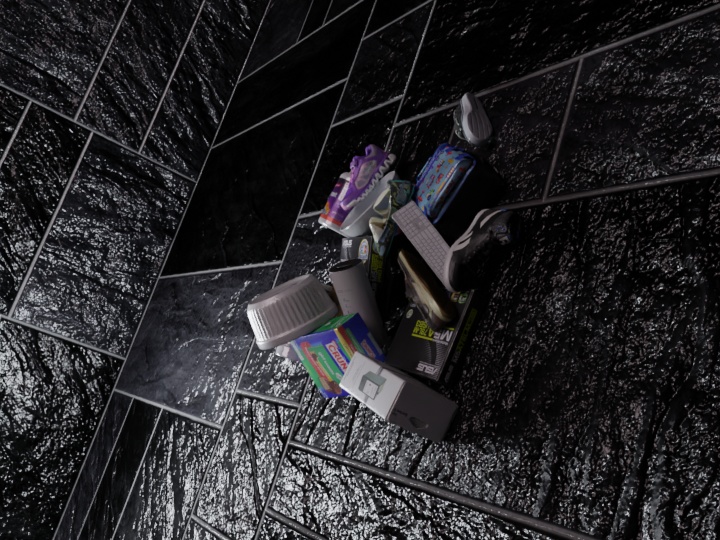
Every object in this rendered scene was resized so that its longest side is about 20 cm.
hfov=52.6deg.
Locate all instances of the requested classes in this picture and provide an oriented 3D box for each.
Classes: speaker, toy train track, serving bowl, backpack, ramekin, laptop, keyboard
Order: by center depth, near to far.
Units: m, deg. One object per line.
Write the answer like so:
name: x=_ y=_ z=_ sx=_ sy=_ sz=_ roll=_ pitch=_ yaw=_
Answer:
keyboard: x=0.143 y=-0.052 z=1.488 sx=0.056 sy=0.011 sz=0.200 roll=-37 pitch=74 yaw=2
backpack: x=0.192 y=-0.187 z=1.584 sx=0.183 sy=0.134 sz=0.200 roll=-55 pitch=29 yaw=16
speaker: x=-0.004 y=0.076 z=1.622 sx=0.081 sy=0.200 sz=0.081 roll=-18 pitch=15 yaw=5
laptop: x=0.113 y=0.000 z=1.640 sx=0.200 sy=0.116 sz=0.187 roll=-24 pitch=24 yaw=10
ramekin: x=-0.162 y=0.089 z=1.657 sx=0.200 sy=0.105 sz=0.200 roll=-25 pitch=7 yaw=3
toy train track: x=-0.083 y=0.057 z=1.735 sx=0.200 sy=0.115 sz=0.033 roll=18 pitch=40 yaw=24
serving bowl: x=0.039 y=-0.152 z=1.807 sx=0.200 sy=0.066 sz=0.200 roll=-45 pitch=13 yaw=13

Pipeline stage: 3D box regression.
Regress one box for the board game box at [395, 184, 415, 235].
board game box: x=0.080 y=-0.121 z=1.829 sx=0.103 sy=0.019 sz=0.200 roll=4 pitch=71 yaw=61

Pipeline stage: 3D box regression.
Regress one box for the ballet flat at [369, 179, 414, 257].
ballet flat: x=0.056 y=-0.118 z=1.601 sx=0.074 sy=0.074 sz=0.200 roll=-106 pitch=30 yaw=-51

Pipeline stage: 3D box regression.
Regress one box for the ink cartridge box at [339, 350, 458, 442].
ink cartridge box: x=0.073 y=0.244 z=1.418 sx=0.200 sy=0.146 sz=0.084 roll=22 pitch=85 yaw=60

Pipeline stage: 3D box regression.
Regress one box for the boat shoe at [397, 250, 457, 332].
boat shoe: x=0.119 y=0.039 z=1.464 sx=0.065 sy=0.073 sz=0.200 roll=-52 pitch=43 yaw=23

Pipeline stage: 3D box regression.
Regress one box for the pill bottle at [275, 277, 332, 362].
pill bottle: x=-0.139 y=0.126 z=1.818 sx=0.114 sy=0.114 sz=0.200 roll=4 pitch=76 yaw=59

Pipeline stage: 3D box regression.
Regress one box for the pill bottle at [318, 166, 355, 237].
pill bottle: x=-0.023 y=-0.195 z=1.960 sx=0.200 sy=0.111 sz=0.111 roll=-63 pitch=29 yaw=0

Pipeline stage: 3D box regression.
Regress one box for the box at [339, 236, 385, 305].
box: x=0.000 y=0.000 z=1.764 sx=0.200 sy=0.044 sz=0.160 roll=-176 pitch=92 yaw=-68

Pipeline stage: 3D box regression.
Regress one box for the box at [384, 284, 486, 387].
box: x=0.149 y=0.125 z=1.489 sx=0.200 sy=0.047 sz=0.193 roll=9 pitch=71 yaw=60

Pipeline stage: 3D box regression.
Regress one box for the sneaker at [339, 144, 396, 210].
sneaker: x=0.002 y=-0.244 z=1.866 sx=0.200 sy=0.088 sz=0.080 roll=-53 pitch=13 yaw=-16

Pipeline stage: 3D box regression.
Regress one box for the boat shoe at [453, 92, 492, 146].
boat shoe: x=0.254 y=-0.332 z=1.679 sx=0.071 sy=0.072 sz=0.200 roll=-54 pitch=19 yaw=35

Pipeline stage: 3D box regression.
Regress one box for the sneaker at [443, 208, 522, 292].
sneaker: x=0.244 y=-0.045 z=1.414 sx=0.112 sy=0.073 sz=0.200 roll=-2 pitch=51 yaw=56

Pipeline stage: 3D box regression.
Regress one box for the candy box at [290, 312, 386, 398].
candy box: x=-0.043 y=0.191 z=1.611 sx=0.200 sy=0.169 sz=0.077 roll=-19 pitch=16 yaw=50
